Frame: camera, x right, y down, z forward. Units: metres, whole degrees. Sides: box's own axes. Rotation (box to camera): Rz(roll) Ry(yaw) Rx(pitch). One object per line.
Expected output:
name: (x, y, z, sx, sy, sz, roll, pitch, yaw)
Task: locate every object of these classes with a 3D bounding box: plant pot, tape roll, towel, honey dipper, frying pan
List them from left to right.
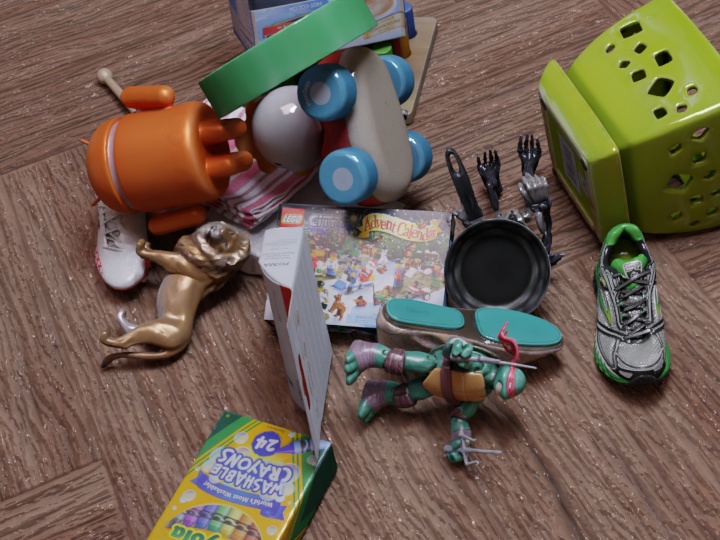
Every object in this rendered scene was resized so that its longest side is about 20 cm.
honey dipper: (-0.306, -0.217, 1.762, 0.038, 0.038, 0.200, -30, 47, -17)
towel: (-0.153, -0.138, 1.591, 0.200, 0.030, 0.146, 29, 57, 26)
tape roll: (-0.078, -0.234, 1.432, 0.200, 0.048, 0.200, -31, 9, 5)
frying pan: (0.121, -0.026, 1.426, 0.115, 0.031, 0.190, -44, 92, 7)
plant pot: (0.314, -0.152, 1.492, 0.181, 0.200, 0.199, -24, 49, -2)

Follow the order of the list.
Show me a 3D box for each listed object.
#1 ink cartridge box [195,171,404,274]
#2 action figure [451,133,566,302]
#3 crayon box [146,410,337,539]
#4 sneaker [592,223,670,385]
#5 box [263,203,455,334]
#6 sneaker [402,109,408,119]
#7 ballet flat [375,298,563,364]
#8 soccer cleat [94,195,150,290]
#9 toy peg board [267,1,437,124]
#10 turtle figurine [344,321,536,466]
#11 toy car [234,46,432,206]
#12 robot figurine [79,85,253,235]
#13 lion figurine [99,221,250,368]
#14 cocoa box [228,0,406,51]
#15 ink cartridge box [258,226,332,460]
ink cartridge box: (-0.071, -0.054, 1.574, 0.199, 0.050, 0.161, 25, 56, 14)
action figure: (0.164, -0.064, 1.495, 0.118, 0.102, 0.200, -14, 46, 17)
crayon box: (-0.121, 0.243, 1.302, 0.125, 0.052, 0.200, 14, 52, 21)
sneaker: (0.279, 0.035, 1.397, 0.078, 0.085, 0.200, -7, 48, 4)
box: (0.000, 0.000, 1.470, 0.199, 0.038, 0.137, 3, 76, 12)
sneaker: (-0.034, -0.182, 1.658, 0.200, 0.114, 0.076, -17, 55, 44)
ballet flat: (0.112, 0.073, 1.396, 0.199, 0.067, 0.068, 11, 36, -4)
soccer cleat: (-0.288, -0.063, 1.583, 0.068, 0.085, 0.200, -8, 47, 2)
toy peg board: (-0.015, -0.299, 1.741, 0.199, 0.098, 0.200, 5, 50, 13)
turtle figurine: (0.090, 0.117, 1.328, 0.199, 0.150, 0.101, 2, 27, 23)
toy car: (-0.051, -0.148, 1.504, 0.199, 0.178, 0.184, -11, 7, 29)
robot figurine: (-0.225, -0.129, 1.506, 0.199, 0.144, 0.117, -9, 47, 18)
lion figurine: (-0.207, 0.032, 1.491, 0.122, 0.072, 0.201, 19, 81, 3)
cocoa box: (-0.058, -0.350, 1.642, 0.199, 0.132, 0.133, -14, 32, -13)
ink cartridge box: (-0.070, 0.071, 1.338, 0.057, 0.163, 0.200, -5, 29, 11)
